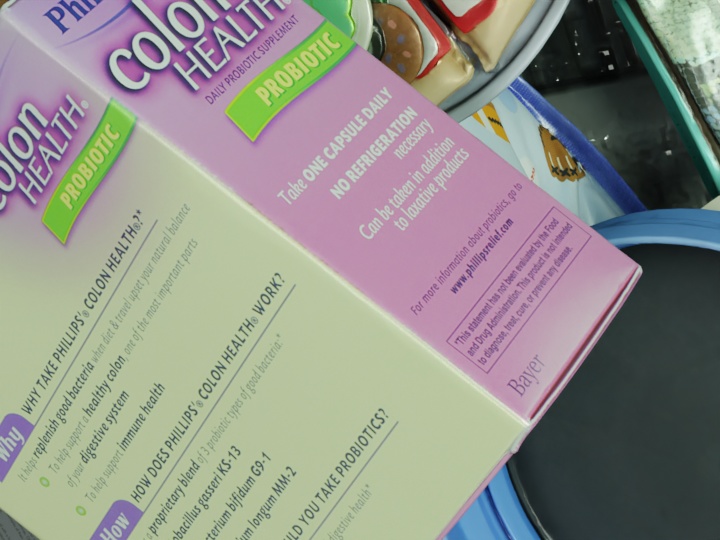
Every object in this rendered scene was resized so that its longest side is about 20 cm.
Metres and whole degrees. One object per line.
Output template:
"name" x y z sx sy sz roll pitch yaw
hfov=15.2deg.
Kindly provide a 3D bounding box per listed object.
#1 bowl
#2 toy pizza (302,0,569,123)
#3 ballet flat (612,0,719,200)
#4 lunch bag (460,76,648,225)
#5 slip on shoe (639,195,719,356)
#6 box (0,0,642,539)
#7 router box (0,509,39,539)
"bowl" 0.117 0.070 0.900 0.200 0.039 0.202 13 122 22
"toy pizza" -0.018 -0.135 0.865 0.199 0.032 0.201 7 106 25
"ballet flat" 0.105 -0.117 0.930 0.074 0.074 0.201 -27 100 29
"lunch bag" 0.000 0.000 0.989 0.200 0.124 0.170 38 117 -9
"slip on shoe" 0.121 0.046 0.954 0.061 0.076 0.200 58 140 28
"box" -0.045 0.015 0.867 0.200 0.097 0.176 37 131 3
"router box" -0.152 0.162 1.121 0.179 0.049 0.201 -3 120 57
